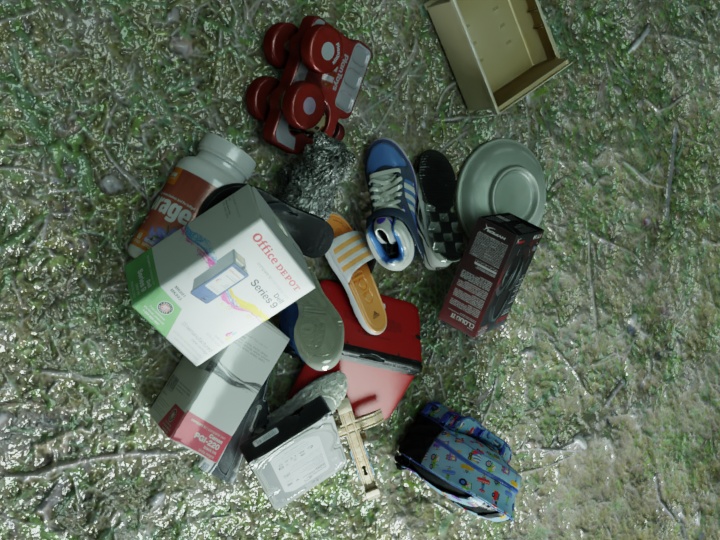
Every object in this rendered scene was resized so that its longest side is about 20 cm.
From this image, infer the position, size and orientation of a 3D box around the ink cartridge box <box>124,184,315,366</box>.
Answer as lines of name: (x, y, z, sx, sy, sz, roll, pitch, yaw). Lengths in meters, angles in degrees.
ink cartridge box: (-0.179, 0.007, 1.103, 0.198, 0.088, 0.146, -33, 132, 3)

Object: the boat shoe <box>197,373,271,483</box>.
boat shoe: (-0.165, 0.214, 1.263, 0.067, 0.072, 0.202, 31, 61, -11)

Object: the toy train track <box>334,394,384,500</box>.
toy train track: (-0.003, 0.297, 1.393, 0.113, 0.033, 0.203, -19, 114, -5)

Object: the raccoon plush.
raccoon plush: (-0.068, -0.099, 1.225, 0.095, 0.134, 0.203, 18, 64, -17)

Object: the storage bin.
storage bin: (0.235, -0.395, 1.416, 0.197, 0.093, 0.202, -35, 111, -20)

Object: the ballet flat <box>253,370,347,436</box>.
ballet flat: (-0.095, 0.233, 1.308, 0.198, 0.072, 0.072, -31, 110, -6)

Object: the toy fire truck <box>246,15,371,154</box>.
toy fire truck: (-0.066, -0.267, 1.270, 0.167, 0.111, 0.203, 20, 87, -47)

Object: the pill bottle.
pill bottle: (-0.230, -0.084, 1.193, 0.111, 0.112, 0.202, 33, 80, -27)

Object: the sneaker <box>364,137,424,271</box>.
sneaker: (0.045, -0.101, 1.309, 0.079, 0.146, 0.204, -9, 99, 12)

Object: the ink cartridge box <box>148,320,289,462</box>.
ink cartridge box: (-0.203, 0.149, 1.216, 0.084, 0.145, 0.202, 33, 81, -25)

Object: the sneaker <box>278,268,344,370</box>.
sneaker: (-0.073, 0.096, 1.235, 0.075, 0.201, 0.113, -10, 130, -17)

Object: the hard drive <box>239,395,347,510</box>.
hard drive: (-0.094, 0.276, 1.271, 0.138, 0.038, 0.201, -30, 148, -13)

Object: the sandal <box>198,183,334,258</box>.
sandal: (-0.121, -0.066, 1.160, 0.197, 0.043, 0.077, 12, 106, -28)

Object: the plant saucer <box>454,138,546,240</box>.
plant saucer: (0.257, -0.127, 1.487, 0.197, 0.050, 0.204, -4, 98, -27)

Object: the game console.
game console: (-0.010, 0.132, 1.393, 0.197, 0.118, 0.175, 16, 58, -29)

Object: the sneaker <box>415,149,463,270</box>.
sneaker: (0.114, -0.097, 1.406, 0.073, 0.088, 0.204, 5, 69, -23)

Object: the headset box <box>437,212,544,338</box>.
headset box: (0.212, 0.014, 1.403, 0.148, 0.076, 0.203, -10, 124, -61)

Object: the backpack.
backpack: (0.180, 0.323, 1.416, 0.182, 0.199, 0.136, 36, 80, -26)

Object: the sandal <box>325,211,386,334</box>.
sandal: (0.005, -0.003, 1.334, 0.079, 0.059, 0.209, -34, 100, -47)
